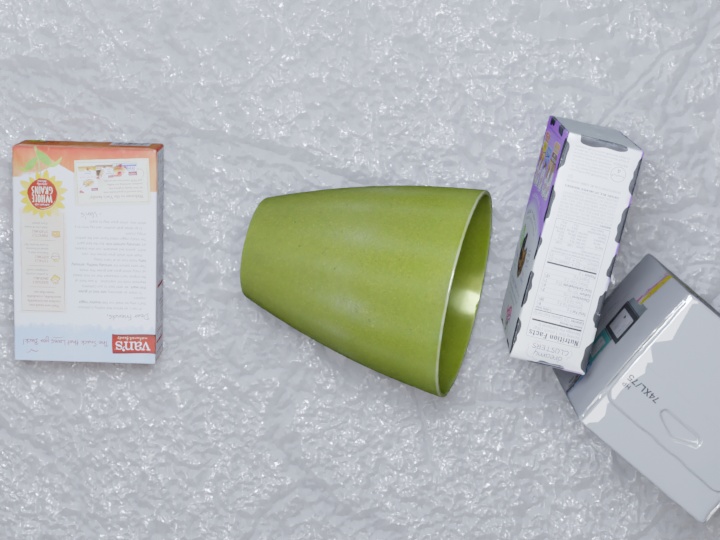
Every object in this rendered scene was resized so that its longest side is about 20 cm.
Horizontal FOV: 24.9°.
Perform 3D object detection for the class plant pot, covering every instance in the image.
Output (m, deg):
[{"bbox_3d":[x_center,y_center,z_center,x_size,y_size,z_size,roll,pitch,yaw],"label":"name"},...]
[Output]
[{"bbox_3d":[0.000,0.000,1.467,0.198,0.187,0.189,12,101,13],"label":"plant pot"}]

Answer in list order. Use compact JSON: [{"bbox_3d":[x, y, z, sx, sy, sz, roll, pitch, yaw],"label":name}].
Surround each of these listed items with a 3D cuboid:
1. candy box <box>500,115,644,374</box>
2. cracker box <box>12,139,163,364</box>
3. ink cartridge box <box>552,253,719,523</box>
[{"bbox_3d":[0.184,-0.027,1.452,0.071,0.168,0.202,13,101,-1],"label":"candy box"},{"bbox_3d":[-0.251,-0.017,1.509,0.133,0.058,0.202,2,100,0],"label":"cracker box"},{"bbox_3d":[0.280,0.100,1.459,0.146,0.200,0.146,40,98,-7],"label":"ink cartridge box"}]
